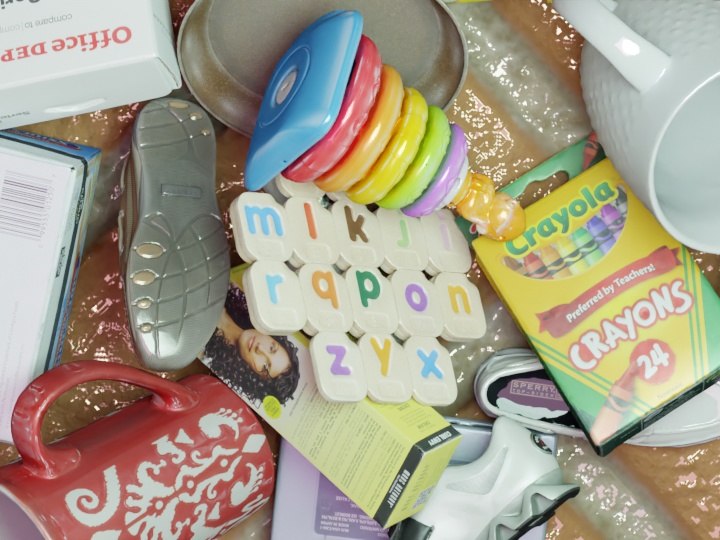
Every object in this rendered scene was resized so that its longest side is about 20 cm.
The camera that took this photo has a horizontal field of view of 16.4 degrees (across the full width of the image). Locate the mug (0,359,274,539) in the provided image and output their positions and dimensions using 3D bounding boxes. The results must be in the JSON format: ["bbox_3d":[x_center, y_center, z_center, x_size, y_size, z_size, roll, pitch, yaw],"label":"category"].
[{"bbox_3d":[-0.159,0.147,1.706,0.133,0.199,0.178,45,139,21],"label":"mug"}]

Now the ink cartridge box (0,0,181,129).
[{"bbox_3d":[-0.212,-0.213,1.710,0.144,0.084,0.202,-11,77,4],"label":"ink cartridge box"}]

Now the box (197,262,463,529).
[{"bbox_3d":[-0.027,0.083,1.723,0.200,0.050,0.076,40,124,21],"label":"box"}]

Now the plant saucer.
[{"bbox_3d":[-0.025,-0.155,1.711,0.198,0.201,0.032,3,53,2],"label":"plant saucer"}]

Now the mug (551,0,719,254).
[{"bbox_3d":[0.206,-0.129,1.656,0.199,0.176,0.148,31,106,-34],"label":"mug"}]

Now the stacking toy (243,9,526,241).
[{"bbox_3d":[0.031,-0.076,1.675,0.199,0.116,0.110,29,54,-19],"label":"stacking toy"}]

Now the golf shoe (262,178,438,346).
[{"bbox_3d":[-0.026,0.010,1.765,0.091,0.075,0.201,-34,93,11],"label":"golf shoe"}]

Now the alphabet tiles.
[{"bbox_3d":[0.000,0.000,1.708,0.015,0.199,0.197,-33,62,46],"label":"alphabet tiles"}]

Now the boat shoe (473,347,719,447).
[{"bbox_3d":[0.179,0.088,1.765,0.198,0.066,0.073,9,98,2],"label":"boat shoe"}]

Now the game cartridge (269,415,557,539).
[{"bbox_3d":[0.036,0.170,1.801,0.198,0.041,0.134,7,95,3],"label":"game cartridge"}]

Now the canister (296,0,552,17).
[{"bbox_3d":[0.050,-0.251,1.718,0.198,0.087,0.150,-5,97,6],"label":"canister"}]

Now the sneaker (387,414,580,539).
[{"bbox_3d":[0.053,0.181,1.757,0.200,0.074,0.089,-41,76,9],"label":"sneaker"}]

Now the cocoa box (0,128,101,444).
[{"bbox_3d":[-0.269,0.002,1.747,0.132,0.131,0.202,13,98,1],"label":"cocoa box"}]

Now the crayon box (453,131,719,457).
[{"bbox_3d":[0.163,0.009,1.727,0.126,0.051,0.201,-32,75,-1],"label":"crayon box"}]

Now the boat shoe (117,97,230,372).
[{"bbox_3d":[-0.134,-0.019,1.735,0.075,0.072,0.201,11,63,-18],"label":"boat shoe"}]
